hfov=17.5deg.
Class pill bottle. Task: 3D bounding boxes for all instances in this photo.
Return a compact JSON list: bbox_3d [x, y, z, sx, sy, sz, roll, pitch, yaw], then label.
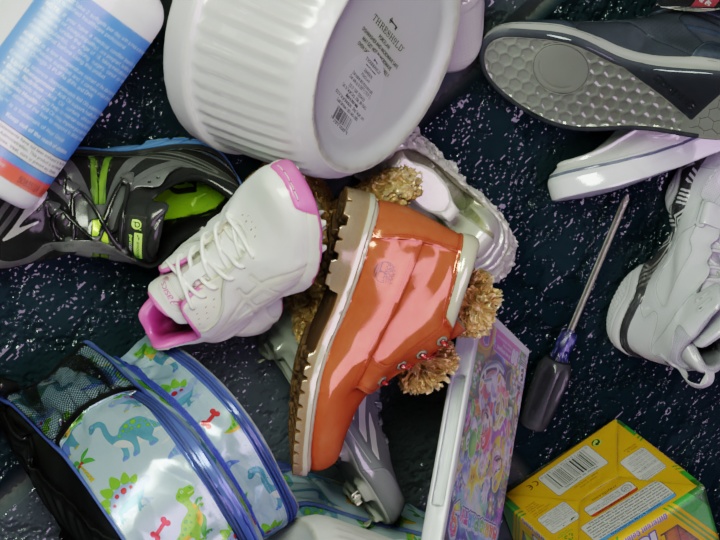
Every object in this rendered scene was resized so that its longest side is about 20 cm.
[{"bbox_3d":[-0.191,-0.148,1.442,0.112,0.112,0.200,35,93,-37],"label":"pill bottle"}]

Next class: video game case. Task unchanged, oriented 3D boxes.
[{"bbox_3d":[0.084,0.137,1.706,0.143,0.018,0.200,41,57,-67],"label":"video game case"}]

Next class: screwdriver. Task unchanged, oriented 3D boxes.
[{"bbox_3d":[0.169,0.033,1.797,0.029,0.028,0.200,1,114,-64],"label":"screwdriver"}]

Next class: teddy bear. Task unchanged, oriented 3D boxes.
[{"bbox_3d":[0.000,0.000,1.594,0.145,0.067,0.200,-34,99,16],"label":"teddy bear"}]

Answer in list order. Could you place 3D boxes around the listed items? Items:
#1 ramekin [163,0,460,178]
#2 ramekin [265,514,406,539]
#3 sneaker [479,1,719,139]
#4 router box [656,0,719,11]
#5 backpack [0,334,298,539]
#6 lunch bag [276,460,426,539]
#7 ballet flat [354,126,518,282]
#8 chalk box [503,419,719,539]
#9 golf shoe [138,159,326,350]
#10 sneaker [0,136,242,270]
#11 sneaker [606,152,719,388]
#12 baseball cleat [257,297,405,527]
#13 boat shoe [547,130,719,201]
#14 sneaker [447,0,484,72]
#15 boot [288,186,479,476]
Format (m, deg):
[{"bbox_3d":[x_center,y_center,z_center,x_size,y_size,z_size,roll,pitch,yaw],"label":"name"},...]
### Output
[{"bbox_3d":[-0.022,-0.154,1.498,0.200,0.105,0.200,-40,145,-37],"label":"ramekin"},{"bbox_3d":[-0.036,0.257,1.582,0.094,0.202,0.203,32,94,-21],"label":"ramekin"},{"bbox_3d":[0.190,-0.163,1.682,0.202,0.146,0.077,12,127,2],"label":"sneaker"},{"bbox_3d":[0.238,-0.303,1.621,0.150,0.062,0.200,-53,134,-34],"label":"router box"},{"bbox_3d":[-0.132,0.147,1.562,0.147,0.200,0.183,-34,125,-13],"label":"backpack"},{"bbox_3d":[-0.027,0.240,1.742,0.200,0.082,0.161,19,101,-36],"label":"lunch bag"},{"bbox_3d":[0.056,-0.041,1.670,0.072,0.072,0.200,-49,128,-2],"label":"ballet flat"},{"bbox_3d":[0.213,0.247,1.862,0.124,0.124,0.200,-31,124,-14],"label":"chalk box"},{"bbox_3d":[-0.084,-0.001,1.499,0.091,0.075,0.200,-21,160,-28],"label":"golf shoe"},{"bbox_3d":[-0.166,-0.040,1.525,0.199,0.083,0.071,-12,122,-25],"label":"sneaker"},{"bbox_3d":[0.275,-0.007,1.785,0.075,0.115,0.200,24,99,-37],"label":"sneaker"},{"bbox_3d":[0.000,0.080,1.662,0.106,0.070,0.200,-34,106,-15],"label":"baseball cleat"},{"bbox_3d":[0.225,-0.107,1.746,0.200,0.074,0.065,-20,90,-15],"label":"boat shoe"},{"bbox_3d":[0.056,-0.219,1.577,0.070,0.080,0.201,-23,124,-22],"label":"sneaker"},{"bbox_3d":[0.012,0.053,1.550,0.107,0.075,0.200,15,107,-11],"label":"boot"}]
